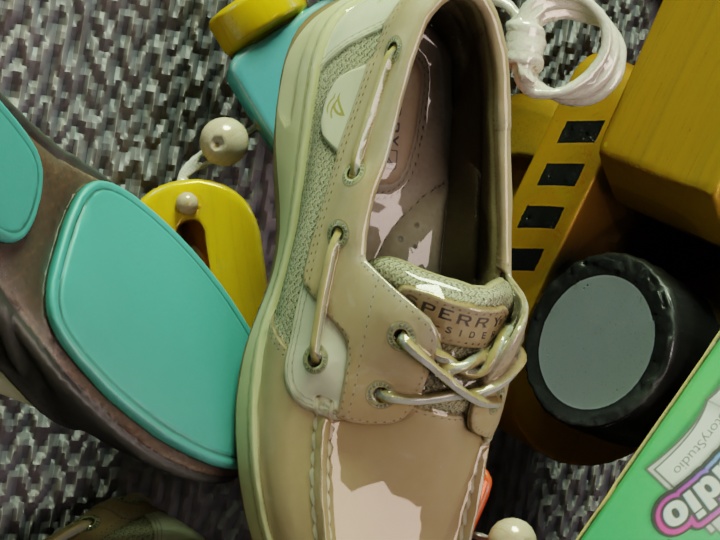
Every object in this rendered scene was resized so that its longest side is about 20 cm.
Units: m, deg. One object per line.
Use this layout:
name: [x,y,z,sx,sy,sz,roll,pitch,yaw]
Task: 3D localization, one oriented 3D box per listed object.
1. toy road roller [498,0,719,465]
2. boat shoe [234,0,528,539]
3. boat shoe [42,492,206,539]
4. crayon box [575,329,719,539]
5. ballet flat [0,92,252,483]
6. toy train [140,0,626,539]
toy road roller: [0.100,-0.032,0.975,0.123,0.146,0.200,21,95,-48]
boat shoe: [0.012,0.016,0.852,0.072,0.065,0.200,8,81,-32]
boat shoe: [-0.123,0.124,0.868,0.201,0.063,0.073,-28,136,-31]
crayon box: [0.152,0.086,0.935,0.200,0.058,0.173,-54,136,-9]
ballet flat: [-0.102,-0.008,0.839,0.200,0.068,0.068,48,48,-34]
toy train: [0.000,0.000,0.922,0.150,0.056,0.200,19,84,-5]
